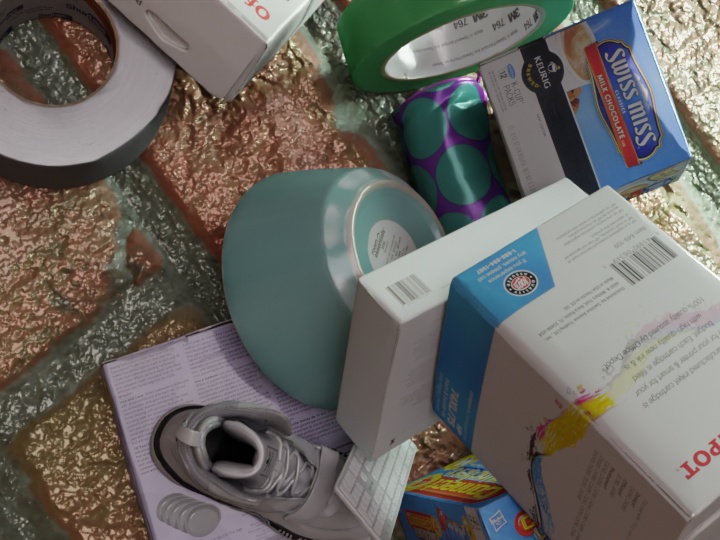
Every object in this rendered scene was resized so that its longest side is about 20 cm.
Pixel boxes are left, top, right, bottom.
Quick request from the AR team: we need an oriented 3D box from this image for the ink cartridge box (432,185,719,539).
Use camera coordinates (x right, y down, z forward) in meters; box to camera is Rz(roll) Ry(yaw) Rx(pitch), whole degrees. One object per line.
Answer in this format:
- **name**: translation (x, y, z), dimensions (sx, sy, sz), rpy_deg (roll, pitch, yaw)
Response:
- **ink cartridge box**: translation (0.167, 0.083, 0.655), dimensions (0.145, 0.147, 0.200), rpy_deg (-28, 56, -24)

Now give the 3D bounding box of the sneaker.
- **sneaker**: translation (-0.055, 0.152, 0.744), dimensions (0.197, 0.115, 0.076), rpy_deg (23, 74, -11)

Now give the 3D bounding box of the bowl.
- **bowl**: translation (0.000, 0.000, 0.807), dimensions (0.199, 0.104, 0.204), rpy_deg (21, 59, -39)

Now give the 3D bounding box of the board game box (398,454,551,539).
- **board game box**: translation (0.146, 0.168, 0.805), dimensions (0.193, 0.200, 0.057), rpy_deg (-20, 88, -19)

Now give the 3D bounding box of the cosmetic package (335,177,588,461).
- **cosmetic package**: translation (0.079, 0.035, 0.738), dimensions (0.198, 0.152, 0.052), rpy_deg (-25, 52, -30)

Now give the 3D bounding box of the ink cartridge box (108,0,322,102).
- **ink cartridge box**: translation (-0.101, -0.258, 0.842), dimensions (0.145, 0.085, 0.201), rpy_deg (41, 50, -9)

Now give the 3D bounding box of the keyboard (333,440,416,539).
- **keyboard**: translation (0.015, 0.150, 0.787), dimensions (0.011, 0.200, 0.057), rpy_deg (-33, 94, 13)

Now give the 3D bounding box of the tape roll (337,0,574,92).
- **tape roll**: translation (0.079, -0.212, 0.862), dimensions (0.197, 0.200, 0.049), rpy_deg (-15, 84, -18)

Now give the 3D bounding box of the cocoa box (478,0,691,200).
- **cocoa box**: translation (0.192, -0.121, 0.859), dimensions (0.129, 0.200, 0.135), rpy_deg (-20, 85, 14)

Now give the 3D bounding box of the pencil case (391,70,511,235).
- **pencil case**: translation (0.097, -0.067, 0.900), dimensions (0.091, 0.085, 0.203), rpy_deg (-19, 85, -2)

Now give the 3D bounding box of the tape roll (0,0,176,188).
- **tape roll**: translation (-0.251, -0.173, 0.833), dimensions (0.197, 0.066, 0.204), rpy_deg (3, 79, -15)

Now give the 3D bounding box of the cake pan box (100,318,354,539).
- **cake pan box**: translation (-0.091, 0.134, 0.825), dimensions (0.197, 0.052, 0.187), rpy_deg (-18, 87, -18)
